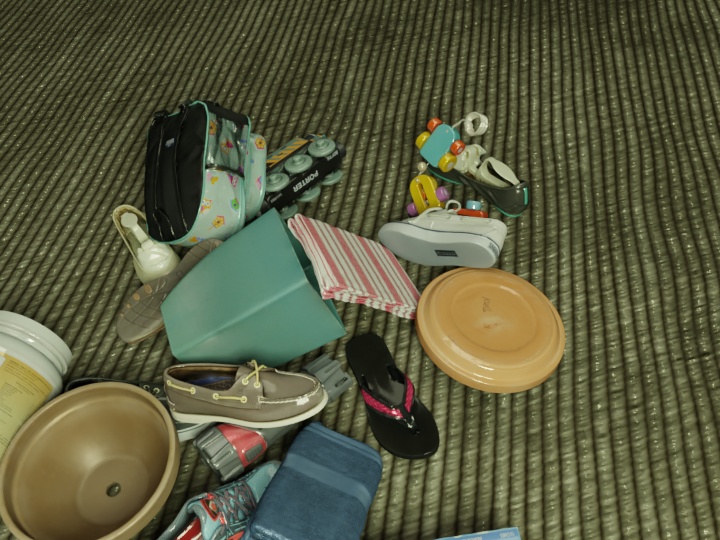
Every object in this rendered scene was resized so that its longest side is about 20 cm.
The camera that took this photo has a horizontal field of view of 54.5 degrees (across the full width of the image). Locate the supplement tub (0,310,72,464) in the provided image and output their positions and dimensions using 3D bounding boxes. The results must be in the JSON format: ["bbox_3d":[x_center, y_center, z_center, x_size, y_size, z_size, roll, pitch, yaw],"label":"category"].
[{"bbox_3d":[-0.461,0.164,0.859,0.144,0.145,0.200,9,50,13],"label":"supplement tub"}]

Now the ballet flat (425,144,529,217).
[{"bbox_3d":[0.191,-0.161,1.119,0.200,0.069,0.068,34,49,30],"label":"ballet flat"}]

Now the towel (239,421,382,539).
[{"bbox_3d":[-0.045,0.245,0.753,0.111,0.049,0.200,23,22,6],"label":"towel"}]

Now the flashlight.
[{"bbox_3d":[-0.108,0.177,0.867,0.200,0.068,0.068,-36,91,-27],"label":"flashlight"}]

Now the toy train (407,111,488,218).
[{"bbox_3d":[0.149,-0.137,1.078,0.150,0.056,0.201,5,92,35],"label":"toy train"}]

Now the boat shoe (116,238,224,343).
[{"bbox_3d":[-0.253,0.041,0.992,0.200,0.072,0.076,-36,56,3],"label":"boat shoe"}]

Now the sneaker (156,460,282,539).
[{"bbox_3d":[-0.149,0.276,0.759,0.079,0.096,0.200,35,58,29],"label":"sneaker"}]

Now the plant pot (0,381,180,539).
[{"bbox_3d":[-0.301,0.239,0.810,0.200,0.093,0.201,-3,49,3],"label":"plant pot"}]

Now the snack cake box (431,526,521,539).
[{"bbox_3d":[0.074,0.340,0.701,0.199,0.067,0.115,-9,48,-1],"label":"snack cake box"}]

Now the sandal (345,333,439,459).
[{"bbox_3d":[0.033,0.151,0.882,0.075,0.045,0.200,-21,50,-12],"label":"sandal"}]

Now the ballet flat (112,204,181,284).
[{"bbox_3d":[-0.326,-0.035,1.068,0.069,0.070,0.200,-30,53,-19],"label":"ballet flat"}]

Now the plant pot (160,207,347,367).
[{"bbox_3d":[-0.150,0.050,0.928,0.200,0.141,0.141,-30,51,2],"label":"plant pot"}]

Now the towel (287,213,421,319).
[{"bbox_3d":[0.000,0.000,0.955,0.030,0.200,0.147,-49,47,23],"label":"towel"}]

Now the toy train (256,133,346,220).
[{"bbox_3d":[-0.117,-0.159,1.148,0.114,0.085,0.200,27,56,37],"label":"toy train"}]

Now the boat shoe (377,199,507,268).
[{"bbox_3d":[0.121,-0.061,1.008,0.202,0.075,0.086,6,51,43],"label":"boat shoe"}]

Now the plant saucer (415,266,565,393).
[{"bbox_3d":[0.173,0.069,0.924,0.199,0.032,0.201,5,47,-5],"label":"plant saucer"}]

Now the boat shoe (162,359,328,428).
[{"bbox_3d":[-0.138,0.139,0.822,0.199,0.060,0.072,-3,28,16],"label":"boat shoe"}]

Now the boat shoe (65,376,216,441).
[{"bbox_3d":[-0.281,0.172,0.890,0.199,0.057,0.069,2,49,8],"label":"boat shoe"}]

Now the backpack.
[{"bbox_3d":[-0.234,-0.128,1.035,0.175,0.153,0.201,-3,75,42],"label":"backpack"}]
